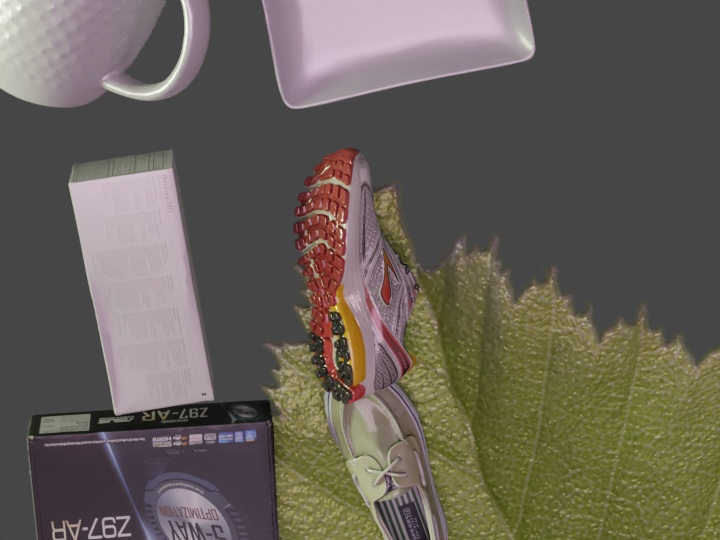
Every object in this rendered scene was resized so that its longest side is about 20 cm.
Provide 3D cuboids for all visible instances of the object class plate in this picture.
[{"bbox_3d":[0.018,-0.236,1.529,0.199,0.032,0.200,-12,113,0],"label":"plate"}]

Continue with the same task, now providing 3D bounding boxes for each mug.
[{"bbox_3d":[-0.189,-0.200,1.449,0.200,0.148,0.176,33,121,20],"label":"mug"}]

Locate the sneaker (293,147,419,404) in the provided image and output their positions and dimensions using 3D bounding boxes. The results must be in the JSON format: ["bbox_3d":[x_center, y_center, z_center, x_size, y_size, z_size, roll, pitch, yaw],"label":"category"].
[{"bbox_3d":[0.000,0.000,1.610,0.082,0.078,0.201,-15,109,-30],"label":"sneaker"}]

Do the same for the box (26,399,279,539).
[{"bbox_3d":[-0.168,0.193,1.680,0.199,0.044,0.161,-3,112,-4],"label":"box"}]

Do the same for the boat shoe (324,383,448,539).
[{"bbox_3d":[0.028,0.165,1.674,0.072,0.062,0.200,-23,111,5],"label":"boat shoe"}]

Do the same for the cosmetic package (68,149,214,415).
[{"bbox_3d":[-0.170,0.010,1.603,0.082,0.051,0.200,-7,112,1],"label":"cosmetic package"}]
